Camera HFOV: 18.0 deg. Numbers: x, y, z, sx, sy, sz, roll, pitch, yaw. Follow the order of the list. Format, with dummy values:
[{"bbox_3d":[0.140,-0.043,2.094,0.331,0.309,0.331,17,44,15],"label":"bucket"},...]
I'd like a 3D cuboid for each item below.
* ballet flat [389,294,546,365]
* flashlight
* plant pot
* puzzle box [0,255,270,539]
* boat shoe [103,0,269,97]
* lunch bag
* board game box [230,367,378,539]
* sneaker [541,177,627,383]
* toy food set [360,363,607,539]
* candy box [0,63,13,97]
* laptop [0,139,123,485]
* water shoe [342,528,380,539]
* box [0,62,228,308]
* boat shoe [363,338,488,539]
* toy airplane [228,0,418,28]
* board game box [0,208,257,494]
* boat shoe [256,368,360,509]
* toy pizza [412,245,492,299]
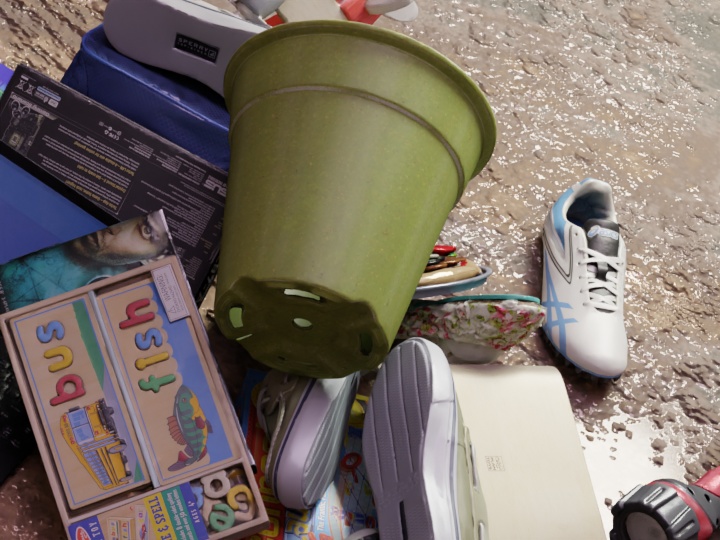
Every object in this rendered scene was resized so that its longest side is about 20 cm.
[{"bbox_3d":[0.060,0.050,1.700,0.075,0.199,0.064,12,82,-41],"label":"ballet flat"},{"bbox_3d":[0.270,0.160,1.740,0.068,0.068,0.200,44,47,15],"label":"flashlight"},{"bbox_3d":[-0.022,-0.035,1.564,0.199,0.200,0.191,18,58,-5],"label":"plant pot"},{"bbox_3d":[-0.155,0.102,1.538,0.132,0.025,0.201,-20,73,-6],"label":"puzzle box"},{"bbox_3d":[-0.095,-0.164,1.727,0.199,0.071,0.070,22,25,7],"label":"boat shoe"},{"bbox_3d":[-0.146,-0.093,1.773,0.199,0.133,0.136,29,23,5],"label":"lunch bag"},{"bbox_3d":[-0.001,0.179,1.610,0.195,0.056,0.201,14,43,-10],"label":"board game box"},{"bbox_3d":[0.186,0.005,1.860,0.071,0.073,0.201,11,44,-15],"label":"sneaker"},{"bbox_3d":[0.085,0.151,1.600,0.143,0.061,0.201,2,54,-22],"label":"toy food set"},{"bbox_3d":[-0.373,-0.124,1.744,0.199,0.077,0.169,32,42,9],"label":"candy box"},{"bbox_3d":[-0.268,0.025,1.608,0.177,0.104,0.200,33,43,6],"label":"laptop"},{"bbox_3d":[-0.037,0.249,1.480,0.071,0.079,0.200,44,55,-10],"label":"water shoe"},{"bbox_3d":[-0.198,-0.036,1.678,0.199,0.161,0.044,27,0,6],"label":"box"},{"bbox_3d":[0.046,0.139,1.510,0.062,0.072,0.201,29,44,-35],"label":"boat shoe"},{"bbox_3d":[-0.033,-0.180,1.860,0.199,0.200,0.141,7,34,-19],"label":"toy airplane"},{"bbox_3d":[-0.167,0.070,1.577,0.134,0.028,0.201,-20,73,-7],"label":"board game box"},{"bbox_3d":[-0.041,0.095,1.599,0.062,0.072,0.200,7,34,9],"label":"boat shoe"},{"bbox_3d":[0.000,0.000,1.721,0.199,0.032,0.200,-4,5,0],"label":"toy pizza"}]
